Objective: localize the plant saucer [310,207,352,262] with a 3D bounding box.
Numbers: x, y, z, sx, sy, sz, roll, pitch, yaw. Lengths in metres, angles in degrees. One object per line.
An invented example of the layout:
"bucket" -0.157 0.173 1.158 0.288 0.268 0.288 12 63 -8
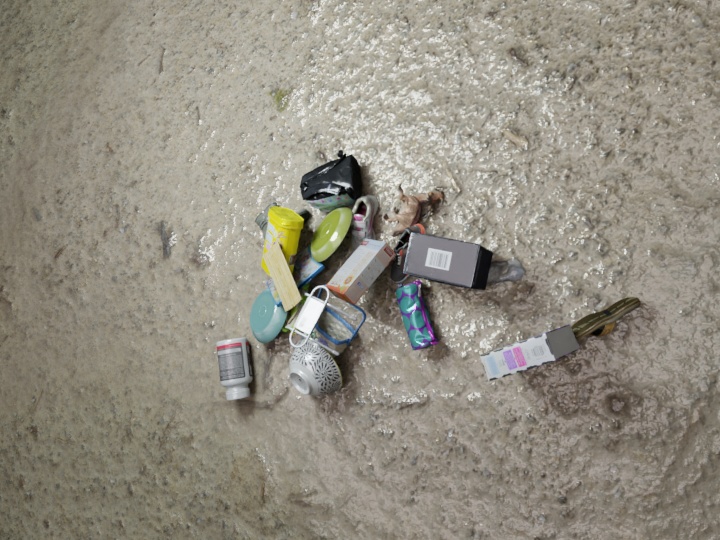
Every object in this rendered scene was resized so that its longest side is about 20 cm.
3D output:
"plant saucer" -0.101 -0.121 1.713 0.200 0.031 0.202 -41 31 31

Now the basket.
"basket" -0.086 0.169 1.697 0.175 0.139 0.202 35 109 22

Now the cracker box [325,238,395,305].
"cracker box" 0.000 0.000 1.612 0.201 0.058 0.134 -50 25 -11

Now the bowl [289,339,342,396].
"bowl" -0.161 0.326 1.691 0.199 0.094 0.203 27 135 30

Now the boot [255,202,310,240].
"boot" -0.276 -0.185 1.852 0.199 0.068 0.132 -35 68 17

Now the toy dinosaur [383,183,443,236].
"toy dinosaur" 0.157 -0.174 1.642 0.135 0.086 0.202 33 106 16

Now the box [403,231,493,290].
"box" 0.252 -0.023 1.521 0.197 0.198 0.125 13 93 25

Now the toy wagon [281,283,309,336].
"toy wagon" -0.211 0.135 1.752 0.156 0.039 0.202 -51 32 33

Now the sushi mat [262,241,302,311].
"sushi mat" -0.242 0.020 1.666 0.095 0.012 0.202 -33 77 40

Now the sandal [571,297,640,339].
"sandal" 0.640 0.137 1.408 0.198 0.080 0.054 -31 96 15

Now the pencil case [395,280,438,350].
"pencil case" 0.169 0.133 1.611 0.092 0.084 0.203 -28 75 49

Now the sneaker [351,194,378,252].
"sneaker" 0.001 -0.145 1.705 0.080 0.088 0.204 3 88 24

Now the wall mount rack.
"wall mount rack" -0.118 0.156 1.608 0.172 0.075 0.202 23 79 27

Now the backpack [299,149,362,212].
"backpack" -0.095 -0.269 1.734 0.198 0.126 0.169 -17 57 24

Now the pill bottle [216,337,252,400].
"pill bottle" -0.432 0.339 1.862 0.109 0.110 0.203 -12 81 23

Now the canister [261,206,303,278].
"canister" -0.256 -0.087 1.739 0.148 0.085 0.203 39 121 51

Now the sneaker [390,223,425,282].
"sneaker" 0.122 -0.053 1.626 0.077 0.081 0.202 42 122 38

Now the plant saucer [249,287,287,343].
"plant saucer" -0.318 0.142 1.817 0.198 0.036 0.203 -23 57 39

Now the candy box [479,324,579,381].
"candy box" 0.441 0.215 1.408 0.199 0.166 0.072 -30 74 39

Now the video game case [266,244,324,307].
"video game case" -0.216 0.015 1.769 0.199 0.018 0.143 -40 37 3
